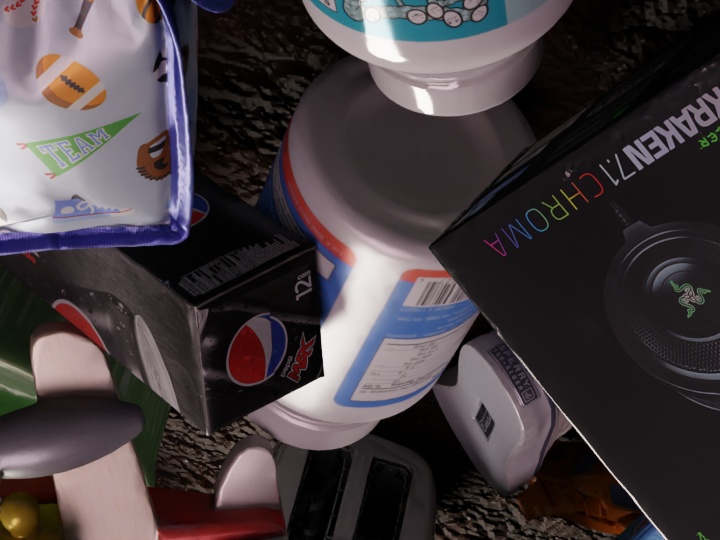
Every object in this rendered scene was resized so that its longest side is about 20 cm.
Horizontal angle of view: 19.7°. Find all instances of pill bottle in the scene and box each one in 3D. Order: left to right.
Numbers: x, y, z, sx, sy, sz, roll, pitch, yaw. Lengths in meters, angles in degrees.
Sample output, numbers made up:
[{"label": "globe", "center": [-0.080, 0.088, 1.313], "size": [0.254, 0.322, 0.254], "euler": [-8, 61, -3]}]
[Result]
[{"label": "pill bottle", "center": [0.000, 0.000, 0.935], "size": [0.112, 0.112, 0.200], "euler": [22, 144, -5]}, {"label": "pill bottle", "center": [0.024, -0.147, 0.730], "size": [0.111, 0.111, 0.200], "euler": [7, 144, 16]}]

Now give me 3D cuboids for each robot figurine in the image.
[{"label": "robot figurine", "center": [0.177, 0.148, 1.042], "size": [0.200, 0.058, 0.145], "euler": [7, 130, 50]}]

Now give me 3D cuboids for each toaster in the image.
[{"label": "toaster", "center": [-0.023, 0.173, 1.134], "size": [0.113, 0.200, 0.129], "euler": [21, 127, -2]}]

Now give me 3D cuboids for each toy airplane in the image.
[{"label": "toy airplane", "center": [-0.127, 0.144, 0.988], "size": [0.200, 0.141, 0.199], "euler": [41, 120, -8]}]

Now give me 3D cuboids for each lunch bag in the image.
[{"label": "lunch bag", "center": [-0.113, -0.128, 0.750], "size": [0.124, 0.170, 0.200], "euler": [-6, 144, -7]}]

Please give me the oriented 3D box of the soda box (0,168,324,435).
[{"label": "soda box", "center": [-0.100, -0.010, 0.912], "size": [0.200, 0.063, 0.071], "euler": [34, 138, 43]}]

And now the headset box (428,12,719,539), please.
[{"label": "headset box", "center": [0.158, 0.012, 0.755], "size": [0.200, 0.093, 0.174], "euler": [51, 133, -6]}]

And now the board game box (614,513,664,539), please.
[{"label": "board game box", "center": [0.197, 0.148, 0.927], "size": [0.152, 0.045, 0.200], "euler": [41, 141, 5]}]

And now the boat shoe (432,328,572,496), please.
[{"label": "boat shoe", "center": [0.083, 0.056, 1.005], "size": [0.071, 0.070, 0.200], "euler": [57, 169, 13]}]

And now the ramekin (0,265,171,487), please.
[{"label": "ramekin", "center": [-0.192, 0.056, 1.108], "size": [0.200, 0.098, 0.200], "euler": [12, 144, 9]}]
